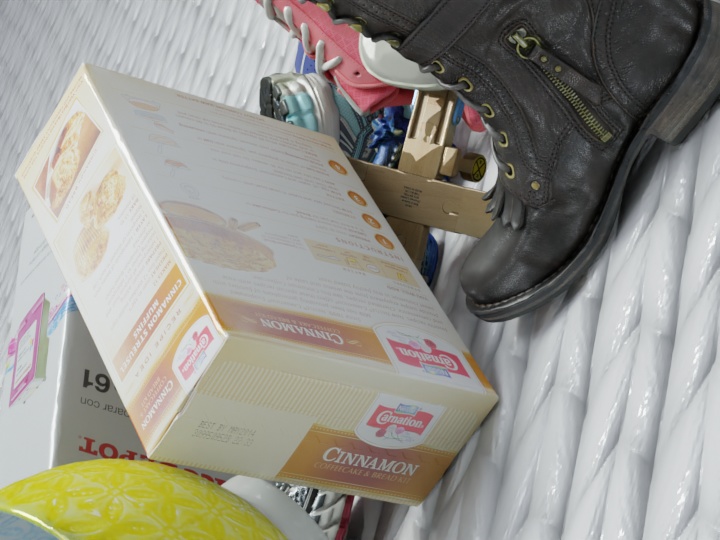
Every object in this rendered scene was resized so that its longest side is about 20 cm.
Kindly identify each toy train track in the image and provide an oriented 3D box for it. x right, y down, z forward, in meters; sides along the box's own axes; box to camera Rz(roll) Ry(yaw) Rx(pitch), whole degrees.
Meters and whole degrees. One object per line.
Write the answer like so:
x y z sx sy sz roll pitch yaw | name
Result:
0.043 -0.076 1.181 0.115 0.033 0.200 16 94 32 | toy train track

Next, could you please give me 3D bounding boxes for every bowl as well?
-0.068 0.150 1.030 0.108 0.200 0.200 -39 4 -29 | bowl

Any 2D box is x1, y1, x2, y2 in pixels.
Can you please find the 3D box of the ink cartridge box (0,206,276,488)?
-0.107 0.057 1.250 0.085 0.144 0.200 -40 39 47 | ink cartridge box

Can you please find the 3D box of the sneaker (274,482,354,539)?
-0.062 0.150 1.130 0.200 0.075 0.081 -61 3 2 | sneaker

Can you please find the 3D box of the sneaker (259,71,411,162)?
-0.010 -0.057 1.360 0.200 0.086 0.078 109 148 -73 | sneaker

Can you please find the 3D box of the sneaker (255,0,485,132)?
-0.006 -0.128 1.232 0.074 0.200 0.087 61 -134 -80 | sneaker

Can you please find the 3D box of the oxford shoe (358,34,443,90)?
0.058 -0.130 1.100 0.200 0.058 0.075 -9 77 53 | oxford shoe

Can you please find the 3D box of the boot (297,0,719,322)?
0.047 -0.086 1.017 0.200 0.174 0.069 -54 18 27 | boot

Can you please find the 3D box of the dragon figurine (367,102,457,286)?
0.000 0.000 1.233 0.099 0.059 0.200 -47 21 43 | dragon figurine

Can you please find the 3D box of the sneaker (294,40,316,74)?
0.024 -0.153 1.360 0.199 0.081 0.115 -50 15 34 | sneaker

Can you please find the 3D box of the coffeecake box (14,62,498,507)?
-0.051 0.006 1.091 0.073 0.153 0.200 -56 41 24 | coffeecake box
